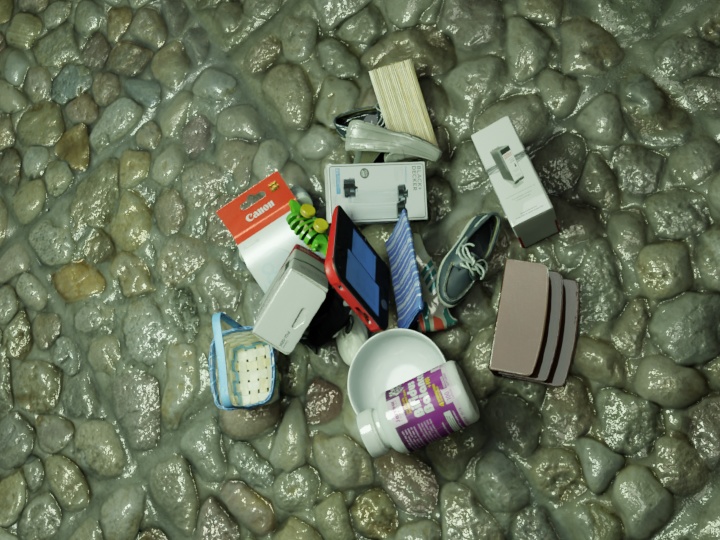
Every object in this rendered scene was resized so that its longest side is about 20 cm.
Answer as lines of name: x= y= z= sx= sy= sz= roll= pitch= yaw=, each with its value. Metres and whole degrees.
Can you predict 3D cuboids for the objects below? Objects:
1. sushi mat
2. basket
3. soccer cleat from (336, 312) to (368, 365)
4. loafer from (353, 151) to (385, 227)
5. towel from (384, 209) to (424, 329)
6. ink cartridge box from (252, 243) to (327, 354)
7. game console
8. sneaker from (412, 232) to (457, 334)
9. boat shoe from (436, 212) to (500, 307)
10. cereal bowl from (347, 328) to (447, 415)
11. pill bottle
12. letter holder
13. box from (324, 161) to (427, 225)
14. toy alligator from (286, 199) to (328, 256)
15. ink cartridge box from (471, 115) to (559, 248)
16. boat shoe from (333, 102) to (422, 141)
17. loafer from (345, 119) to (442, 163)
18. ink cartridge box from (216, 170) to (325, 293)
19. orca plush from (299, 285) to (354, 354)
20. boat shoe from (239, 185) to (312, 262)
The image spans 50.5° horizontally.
sushi mat: x=0.090 y=-0.327 z=1.566 sx=0.094 sy=0.012 sz=0.204 roll=-18 pitch=92 yaw=-4
basket: x=-0.233 y=0.184 z=1.488 sx=0.136 sy=0.200 sz=0.180 roll=-13 pitch=73 yaw=15
soccer cleat: x=-0.023 y=0.085 z=1.511 sx=0.068 sy=0.078 sz=0.204 roll=-4 pitch=75 yaw=17
loafer: x=0.014 y=-0.181 z=1.566 sx=0.069 sy=0.075 sz=0.204 roll=7 pitch=78 yaw=34
towel: x=0.081 y=0.007 z=1.462 sx=0.023 sy=0.145 sz=0.204 roll=-3 pitch=67 yaw=-13
ink cartridge box: x=-0.131 y=0.049 z=1.465 sx=0.082 sy=0.200 sz=0.148 roll=31 pitch=101 yaw=-10
game console: x=0.000 y=0.000 z=1.435 sx=0.031 sy=0.201 sz=0.179 roll=-17 pitch=42 yaw=26
sneaker: x=0.140 y=0.023 z=1.489 sx=0.091 sy=0.071 sz=0.204 roll=-6 pitch=71 yaw=-2
boat shoe: x=0.208 y=-0.023 z=1.439 sx=0.075 sy=0.062 sz=0.201 roll=38 pitch=69 yaw=-9
cereal bowl: x=0.079 y=0.214 z=1.440 sx=0.196 sy=0.083 sz=0.204 roll=-5 pitch=75 yaw=17
pill bottle: x=0.097 y=0.246 z=1.321 sx=0.197 sy=0.112 sz=0.114 roll=-27 pitch=69 yaw=9
letter holder: x=0.320 y=0.097 z=1.383 sx=0.139 sy=0.101 sz=0.204 roll=8 pitch=78 yaw=18
box: x=0.030 y=-0.152 z=1.510 sx=0.196 sy=0.060 sz=0.119 roll=-2 pitch=89 yaw=-10
toy alligator: x=-0.089 y=-0.063 z=1.492 sx=0.200 sy=0.054 sz=0.060 roll=48 pitch=134 yaw=17
ink cartridge box: x=0.291 y=-0.163 z=1.434 sx=0.082 sy=0.147 sz=0.203 roll=-25 pitch=68 yaw=12
boat shoe: x=0.040 y=-0.317 z=1.605 sx=0.196 sy=0.062 sz=0.076 roll=-1 pitch=74 yaw=18
loafer: x=0.065 y=-0.246 z=1.530 sx=0.196 sy=0.070 sz=0.071 roll=15 pitch=101 yaw=-1
ink cartridge box: x=-0.179 y=-0.074 z=1.562 sx=0.158 sy=0.047 sz=0.202 roll=-31 pitch=108 yaw=7
orca plush: x=-0.081 y=0.090 z=1.481 sx=0.199 sy=0.070 sz=0.107 roll=-37 pitch=67 yaw=43
boat shoe: x=-0.185 y=-0.100 z=1.628 sx=0.200 sy=0.070 sz=0.072 roll=-43 pitch=43 yaw=8
